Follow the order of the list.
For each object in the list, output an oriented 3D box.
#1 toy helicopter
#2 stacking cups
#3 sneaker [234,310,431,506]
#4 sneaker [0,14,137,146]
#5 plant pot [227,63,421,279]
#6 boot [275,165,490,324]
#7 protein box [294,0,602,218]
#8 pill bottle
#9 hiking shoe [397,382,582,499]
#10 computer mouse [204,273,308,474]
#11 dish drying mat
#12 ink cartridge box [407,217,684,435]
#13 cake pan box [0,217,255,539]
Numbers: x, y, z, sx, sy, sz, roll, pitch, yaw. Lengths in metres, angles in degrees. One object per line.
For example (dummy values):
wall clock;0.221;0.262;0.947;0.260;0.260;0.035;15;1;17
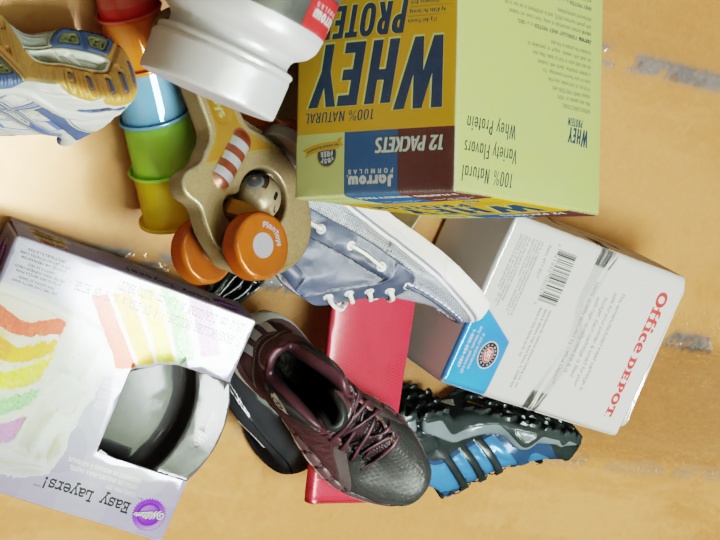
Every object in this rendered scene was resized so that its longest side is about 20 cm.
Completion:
toy helicopter;-0.086;-0.094;1.470;0.132;0.079;0.201;-32;107;-37
stacking cups;-0.149;-0.128;1.489;0.060;0.060;0.201;-22;114;-23
sneaker;-0.014;0.117;1.560;0.200;0.115;0.076;42;86;-19
sneaker;-0.248;-0.124;1.401;0.199;0.076;0.088;17;139;-35
plant pot;-0.027;-0.088;1.595;0.199;0.027;0.201;-12;114;-28
boot;0.000;0.000;1.574;0.200;0.073;0.090;38;82;-19
protein box;0.065;-0.143;1.491;0.198;0.135;0.201;6;85;-54
pill bottle;-0.060;-0.206;1.380;0.114;0.114;0.201;23;90;-37
hiking shoe;0.086;0.144;1.741;0.199;0.074;0.087;7;113;-24
computer mouse;-0.092;0.102;1.618;0.140;0.046;0.200;-36;124;-17
dish drying mat;0.000;0.082;1.638;0.077;0.018;0.201;3;99;-33
ink cartridge box;0.147;0.035;1.718;0.200;0.084;0.146;19;97;-37
cake pan box;-0.194;0.083;1.520;0.199;0.052;0.185;22;99;-23
